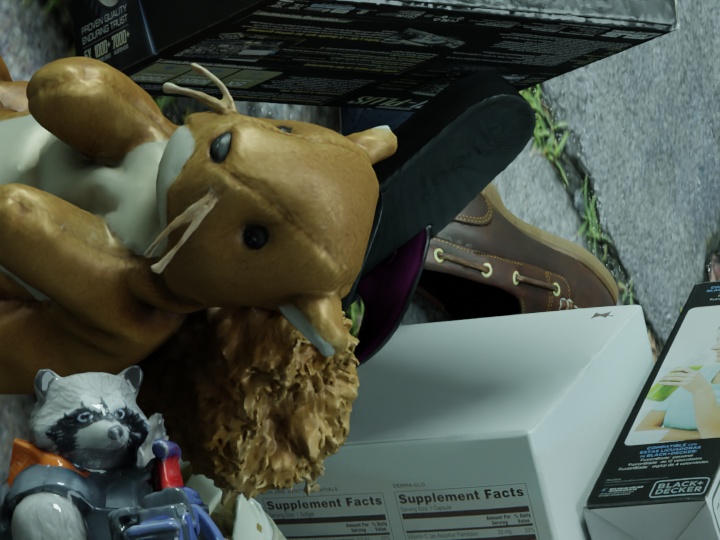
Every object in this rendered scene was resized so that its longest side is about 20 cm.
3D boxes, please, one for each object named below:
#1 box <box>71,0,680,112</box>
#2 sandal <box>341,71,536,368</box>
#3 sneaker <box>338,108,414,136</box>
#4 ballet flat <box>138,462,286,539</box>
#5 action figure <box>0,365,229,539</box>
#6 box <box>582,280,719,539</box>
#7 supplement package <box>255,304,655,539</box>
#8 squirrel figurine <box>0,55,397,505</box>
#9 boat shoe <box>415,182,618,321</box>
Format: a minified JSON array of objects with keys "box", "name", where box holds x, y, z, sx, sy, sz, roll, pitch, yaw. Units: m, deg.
[{"box":[0.004,-0.127,1.172,0.199,0.163,0.087,1,79,-33],"name":"box"},{"box":[0.000,-0.001,1.208,0.075,0.200,0.048,23,26,-55],"name":"sandal"},{"box":[0.012,-0.134,1.363,0.085,0.075,0.201,52,32,-48],"name":"sneaker"},{"box":[-0.076,0.108,1.149,0.200,0.067,0.063,-4,124,-61],"name":"ballet flat"},{"box":[-0.101,0.126,0.989,0.200,0.104,0.195,86,6,-77],"name":"action figure"},{"box":[0.171,0.100,1.310,0.200,0.060,0.117,-56,133,-53],"name":"box"},{"box":[0.060,0.140,1.316,0.152,0.150,0.201,-41,121,-58],"name":"supplement package"},{"box":[-0.065,-0.005,1.075,0.200,0.186,0.142,52,42,-45],"name":"squirrel figurine"},{"box":[0.067,0.009,1.439,0.200,0.070,0.071,33,50,-45],"name":"boat shoe"}]
